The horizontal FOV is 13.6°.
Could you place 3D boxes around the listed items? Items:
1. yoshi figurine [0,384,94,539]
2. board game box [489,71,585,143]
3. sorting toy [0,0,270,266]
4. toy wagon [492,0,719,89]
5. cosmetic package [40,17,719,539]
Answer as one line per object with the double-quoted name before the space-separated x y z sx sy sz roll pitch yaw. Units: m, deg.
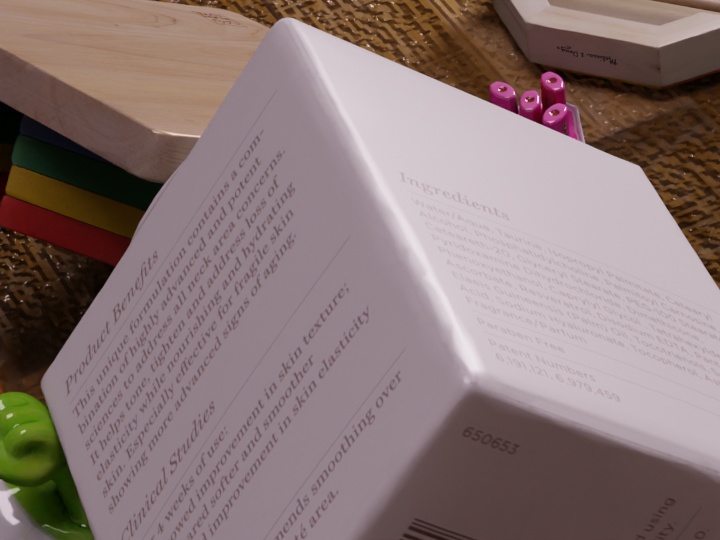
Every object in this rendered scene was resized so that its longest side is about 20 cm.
"yoshi figurine" -0.118 0.109 1.054 0.200 0.113 0.112 30 70 34
"board game box" 0.000 0.000 1.208 0.199 0.026 0.200 -9 40 2
"sorting toy" -0.070 -0.046 1.146 0.199 0.070 0.198 3 19 -45
"toy wagon" 0.145 -0.155 1.348 0.154 0.040 0.200 13 45 24
"cosmetic package" 0.022 0.057 0.982 0.166 0.168 0.200 20 28 -32
